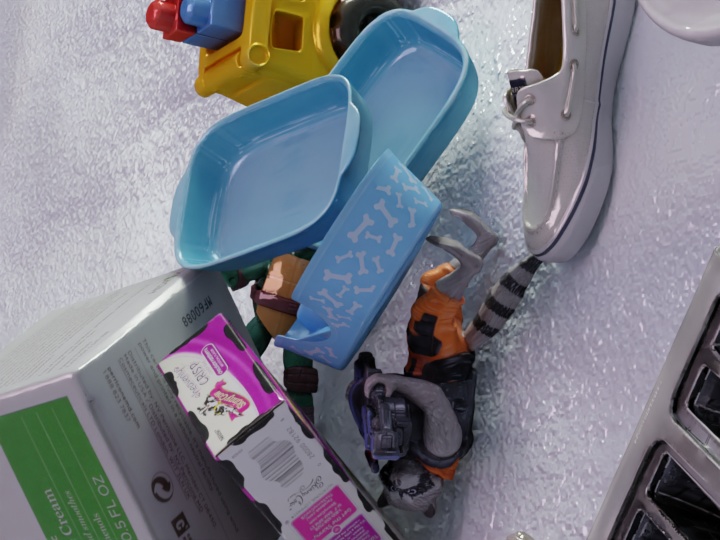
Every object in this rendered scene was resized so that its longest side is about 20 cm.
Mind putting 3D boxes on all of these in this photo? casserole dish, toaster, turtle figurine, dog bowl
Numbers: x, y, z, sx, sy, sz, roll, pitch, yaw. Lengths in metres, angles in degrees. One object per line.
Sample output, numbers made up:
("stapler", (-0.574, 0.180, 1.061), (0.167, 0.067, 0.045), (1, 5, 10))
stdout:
("casserole dish", (-0.057, -0.061, 1.387), (0.200, 0.039, 0.122), (-17, 56, 44))
("toaster", (0.212, 0.108, 0.946), (0.200, 0.118, 0.181), (50, 124, 57))
("casserole dish", (0.010, -0.094, 1.422), (0.200, 0.039, 0.121), (-53, 45, 1))
("turtle figurine", (-0.056, 0.025, 1.521), (0.149, 0.101, 0.201), (14, 94, 22))
("dog bowl", (0.000, 0.000, 1.278), (0.112, 0.049, 0.200), (-56, -3, -22))

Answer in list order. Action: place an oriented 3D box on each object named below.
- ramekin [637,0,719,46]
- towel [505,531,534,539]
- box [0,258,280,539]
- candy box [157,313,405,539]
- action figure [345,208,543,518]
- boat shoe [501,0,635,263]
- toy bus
("ramekin", (0.233, -0.209, 1.061), (0.202, 0.094, 0.203), (-35, 49, 52))
("towel", (0.086, 0.270, 1.192), (0.133, 0.034, 0.201), (46, 120, 48))
("box", (-0.171, 0.133, 1.424), (0.171, 0.200, 0.200), (-17, 104, 33))
("candy box", (-0.042, 0.138, 1.335), (0.061, 0.200, 0.136), (-39, 31, -2))
("action figure", (0.051, 0.071, 1.292), (0.200, 0.104, 0.194), (-100, 23, -75))
("boat shoe", (0.120, -0.107, 1.260), (0.071, 0.070, 0.201), (8, 86, 63))
("toy bus", (-0.065, -0.218, 1.531), (0.136, 0.191, 0.201), (-19, 61, 61))
